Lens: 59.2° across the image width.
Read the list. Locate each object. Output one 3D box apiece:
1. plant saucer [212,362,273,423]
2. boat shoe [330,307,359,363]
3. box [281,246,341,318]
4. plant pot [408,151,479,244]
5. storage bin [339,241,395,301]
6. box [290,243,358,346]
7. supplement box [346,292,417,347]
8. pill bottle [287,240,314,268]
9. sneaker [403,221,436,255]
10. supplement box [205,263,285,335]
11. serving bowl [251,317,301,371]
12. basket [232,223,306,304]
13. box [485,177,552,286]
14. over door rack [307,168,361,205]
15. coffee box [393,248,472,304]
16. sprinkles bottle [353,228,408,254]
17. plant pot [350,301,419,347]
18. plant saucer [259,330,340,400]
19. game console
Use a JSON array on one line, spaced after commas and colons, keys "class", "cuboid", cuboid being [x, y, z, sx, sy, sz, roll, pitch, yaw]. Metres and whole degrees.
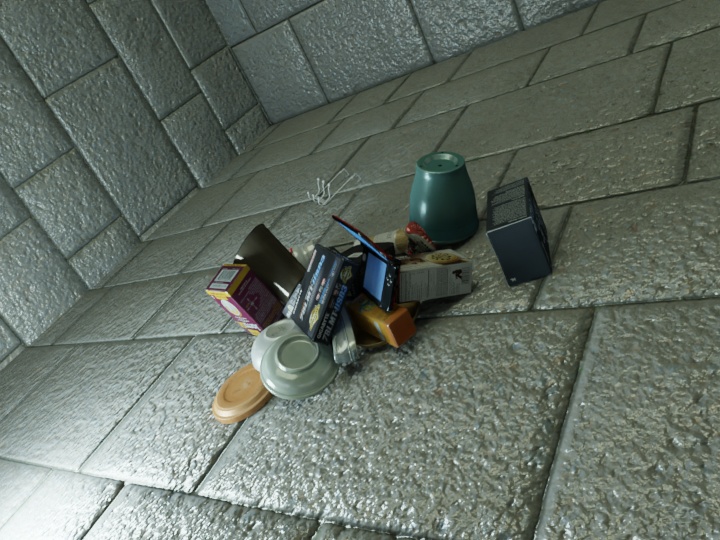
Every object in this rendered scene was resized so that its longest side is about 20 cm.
[{"class": "plant saucer", "cuboid": [-0.291, 0.299, 1.602, 0.196, 0.033, 0.202, -26, 26, 13]}, {"class": "boat shoe", "cuboid": [-0.054, 0.148, 1.498, 0.069, 0.072, 0.202, -15, 29, -5]}, {"class": "box", "cuboid": [-0.134, 0.041, 1.766, 0.162, 0.049, 0.201, -52, -1, -33]}, {"class": "plant pot", "cuboid": [0.221, -0.206, 1.707, 0.193, 0.193, 0.202, -5, 33, 3]}, {"class": "storage bin", "cuboid": [0.000, 0.000, 1.674, 0.132, 0.097, 0.199, -1, 18, 36]}, {"class": "box", "cuboid": [-0.093, 0.053, 1.519, 0.198, 0.049, 0.205, 29, 99, 63]}, {"class": "supplement box", "cuboid": [0.045, 0.111, 1.474, 0.066, 0.070, 0.198, -37, 24, -20]}, {"class": "pill bottle", "cuboid": [-0.216, -0.005, 1.972, 0.197, 0.112, 0.111, -31, 25, -1]}, {"class": "sneaker", "cuboid": [0.147, -0.046, 1.586, 0.081, 0.201, 0.079, -35, 53, 2]}, {"class": "supplement box", "cuboid": [-0.323, 0.085, 1.808, 0.129, 0.201, 0.104, 1, 49, 48]}, {"class": "serving bowl", "cuboid": [-0.197, 0.178, 1.636, 0.194, 0.067, 0.201, -16, 24, 7]}, {"class": "basket", "cuboid": [-0.253, -0.004, 1.850, 0.183, 0.198, 0.136, -60, -12, 24]}, {"class": "box", "cuboid": [0.362, -0.092, 1.459, 0.105, 0.151, 0.202, -18, 28, 23]}, {"class": "over door rack", "cuboid": [-0.113, -0.346, 2.527, 0.198, 0.068, 0.147, -35, 27, -10]}, {"class": "coffee box", "cuboid": [0.151, 0.012, 1.490, 0.194, 0.082, 0.113, -7, 19, -19]}, {"class": "sprinkles bottle", "cuboid": [0.074, -0.075, 1.834, 0.196, 0.069, 0.069, -11, 30, 34]}, {"class": "plant pot", "cuboid": [0.060, 0.122, 1.545, 0.196, 0.028, 0.202, -25, 27, 13]}, {"class": "plant saucer", "cuboid": [-0.145, 0.208, 1.495, 0.193, 0.051, 0.204, -4, 44, 3]}, {"class": "game console", "cuboid": [0.001, -0.017, 1.442, 0.115, 0.178, 0.200, 4, 14, -22]}]
